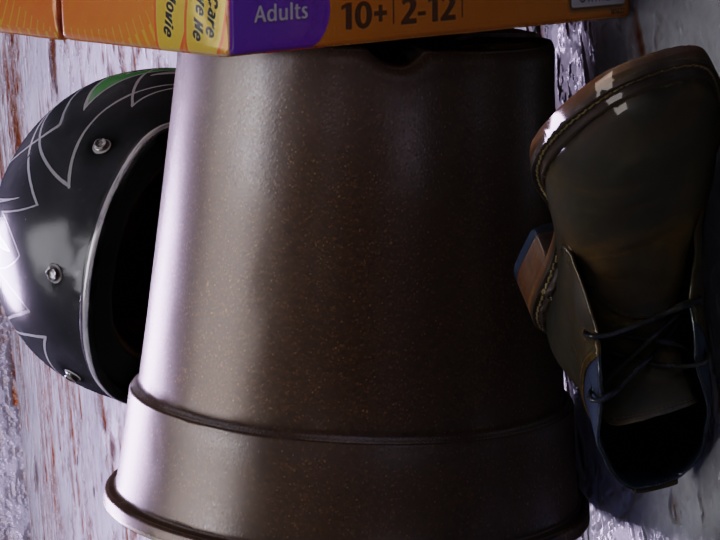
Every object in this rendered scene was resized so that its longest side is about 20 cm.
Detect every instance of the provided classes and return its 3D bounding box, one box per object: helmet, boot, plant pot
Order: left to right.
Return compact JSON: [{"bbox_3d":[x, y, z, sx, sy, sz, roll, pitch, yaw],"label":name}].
[{"bbox_3d":[-0.102,-0.018,1.461,0.200,0.190,0.200,-173,90,-84],"label":"helmet"},{"bbox_3d":[0.000,0.000,1.099,0.200,0.200,0.199,-143,55,-73],"label":"plant pot"},{"bbox_3d":[0.104,0.002,0.944,0.200,0.075,0.097,93,159,-66],"label":"boot"}]

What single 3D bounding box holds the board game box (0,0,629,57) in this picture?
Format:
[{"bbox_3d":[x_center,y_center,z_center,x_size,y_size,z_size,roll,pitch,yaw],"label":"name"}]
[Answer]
[{"bbox_3d":[-0.036,-0.193,1.036,0.200,0.200,0.200,12,106,48],"label":"board game box"}]
